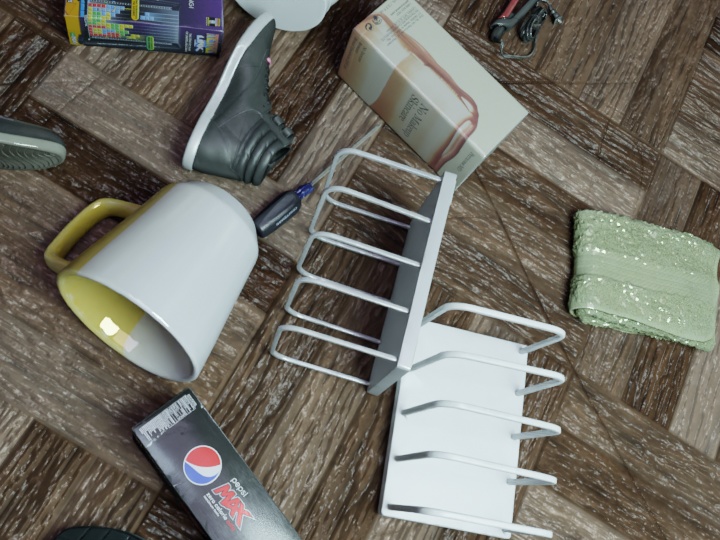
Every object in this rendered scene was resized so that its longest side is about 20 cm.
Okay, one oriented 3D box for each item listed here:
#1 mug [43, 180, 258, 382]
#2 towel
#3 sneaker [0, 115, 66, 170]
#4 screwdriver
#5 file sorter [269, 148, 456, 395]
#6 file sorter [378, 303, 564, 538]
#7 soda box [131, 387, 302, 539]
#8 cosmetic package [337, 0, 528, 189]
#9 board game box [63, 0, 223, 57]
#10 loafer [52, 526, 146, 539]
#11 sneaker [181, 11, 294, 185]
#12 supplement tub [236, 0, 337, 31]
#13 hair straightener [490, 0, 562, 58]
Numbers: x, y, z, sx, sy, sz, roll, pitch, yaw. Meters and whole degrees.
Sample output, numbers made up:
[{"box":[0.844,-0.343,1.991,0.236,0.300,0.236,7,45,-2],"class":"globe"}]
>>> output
[{"box":[-0.187,-0.013,0.678,0.186,0.149,0.154,38,59,-8],"class":"mug"},{"box":[0.343,0.008,0.870,0.198,0.037,0.150,14,69,-11],"class":"towel"},{"box":[-0.382,-0.167,0.703,0.198,0.075,0.107,10,73,-11],"class":"sneaker"},{"box":[-0.042,-0.101,0.804,0.200,0.028,0.029,-39,117,-23],"class":"screwdriver"},{"box":[0.000,0.000,0.725,0.123,0.139,0.202,18,69,-6],"class":"file sorter"},{"box":[0.114,0.146,0.709,0.137,0.125,0.202,14,70,-11],"class":"file sorter"},{"box":[-0.124,0.208,0.658,0.063,0.071,0.201,-35,84,-25],"class":"soda box"},{"box":[0.078,-0.203,0.828,0.200,0.103,0.087,44,69,3],"class":"cosmetic package"},{"box":[-0.238,-0.346,0.811,0.164,0.057,0.202,0,73,-14],"class":"board game box"},{"box":[-0.180,0.283,0.621,0.198,0.073,0.073,20,50,13],"class":"loafer"},{"box":[-0.109,-0.180,0.790,0.098,0.071,0.202,24,74,-9],"class":"sneaker"},{"box":[-0.064,-0.392,0.825,0.144,0.145,0.202,22,69,-7],"class":"supplement tub"},{"box":[0.234,-0.348,0.949,0.077,0.041,0.201,34,67,-3],"class":"hair straightener"}]
